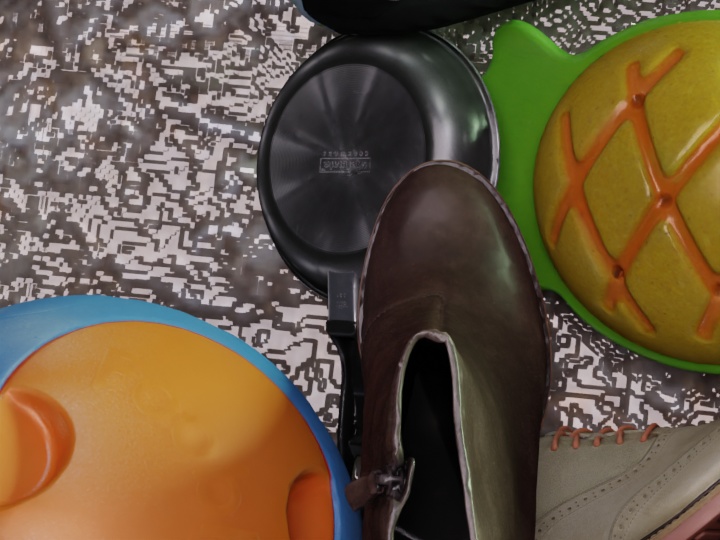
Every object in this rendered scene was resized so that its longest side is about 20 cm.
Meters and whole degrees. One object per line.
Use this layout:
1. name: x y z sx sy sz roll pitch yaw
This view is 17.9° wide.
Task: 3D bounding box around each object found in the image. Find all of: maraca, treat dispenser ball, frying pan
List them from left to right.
1. treat dispenser ball: -0.097 0.109 0.812 0.201 0.201 0.201 -1 78 6
2. frying pan: -0.012 -0.008 0.906 0.115 0.031 0.190 29 101 33
3. maraca: 0.115 -0.032 0.869 0.200 0.107 0.137 9 95 29

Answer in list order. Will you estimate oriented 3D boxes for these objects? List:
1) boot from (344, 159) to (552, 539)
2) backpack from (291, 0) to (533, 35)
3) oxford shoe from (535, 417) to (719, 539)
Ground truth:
1. boot: 0.032 0.039 0.770 0.072 0.166 0.200 -1 75 2
2. backpack: 0.048 -0.165 0.862 0.200 0.163 0.154 -32 72 -9
3. oxford shoe: 0.096 0.081 0.846 0.200 0.071 0.074 -38 71 13
